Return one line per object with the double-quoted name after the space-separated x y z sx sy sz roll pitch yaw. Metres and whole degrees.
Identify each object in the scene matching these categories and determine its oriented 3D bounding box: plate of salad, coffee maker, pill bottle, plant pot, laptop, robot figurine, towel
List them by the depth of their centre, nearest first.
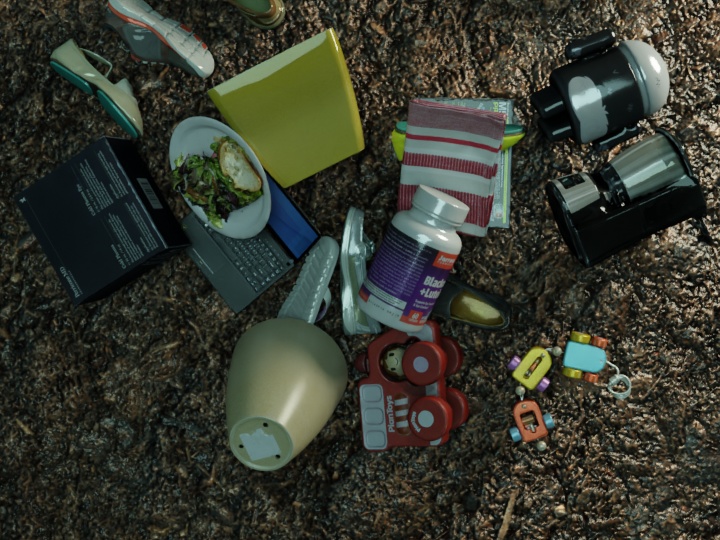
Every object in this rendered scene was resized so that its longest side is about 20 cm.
0.081 -0.019 1.415 0.111 0.111 0.201 25 104 4 "pill bottle"
-0.124 0.200 1.422 0.186 0.200 0.188 3 116 7 "plant pot"
0.132 -0.148 1.424 0.143 0.023 0.201 9 118 6 "towel"
-0.217 -0.132 1.430 0.200 0.048 0.201 22 132 27 "plate of salad"
0.401 -0.086 1.432 0.199 0.135 0.193 -27 90 5 "coffee maker"
0.359 -0.266 1.438 0.199 0.150 0.125 -23 68 6 "robot figurine"
-0.091 -0.237 1.447 0.199 0.200 0.177 -26 100 5 "plant pot"
-0.183 -0.058 1.496 0.200 0.103 0.177 -39 88 5 "laptop"

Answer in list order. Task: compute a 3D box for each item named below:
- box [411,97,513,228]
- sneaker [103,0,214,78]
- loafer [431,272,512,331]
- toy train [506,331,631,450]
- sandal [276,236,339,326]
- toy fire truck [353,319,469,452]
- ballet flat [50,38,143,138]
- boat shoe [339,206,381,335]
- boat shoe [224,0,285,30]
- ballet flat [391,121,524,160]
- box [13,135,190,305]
0.155 -0.167 1.495 0.159 0.044 0.201 1 92 4 "box"
-0.323 -0.358 1.528 0.200 0.077 0.082 37 121 4 "sneaker"
0.140 0.042 1.488 0.199 0.072 0.073 16 94 5 "loafer"
0.308 0.179 1.490 0.199 0.056 0.151 -27 91 8 "toy train"
-0.074 0.046 1.514 0.050 0.082 0.203 17 103 -38 "sandal"
0.069 0.180 1.488 0.167 0.112 0.201 -6 90 23 "toy fire truck"
-0.406 -0.296 1.532 0.200 0.069 0.070 41 94 3 "ballet flat"
0.000 0.001 1.501 0.064 0.074 0.203 -1 95 -1 "boat shoe"
-0.204 -0.457 1.501 0.200 0.074 0.076 34 94 3 "boat shoe"
0.146 -0.188 1.448 0.199 0.067 0.067 2 113 7 "ballet flat"
-0.404 -0.078 1.505 0.182 0.104 0.200 -30 89 11 "box"
